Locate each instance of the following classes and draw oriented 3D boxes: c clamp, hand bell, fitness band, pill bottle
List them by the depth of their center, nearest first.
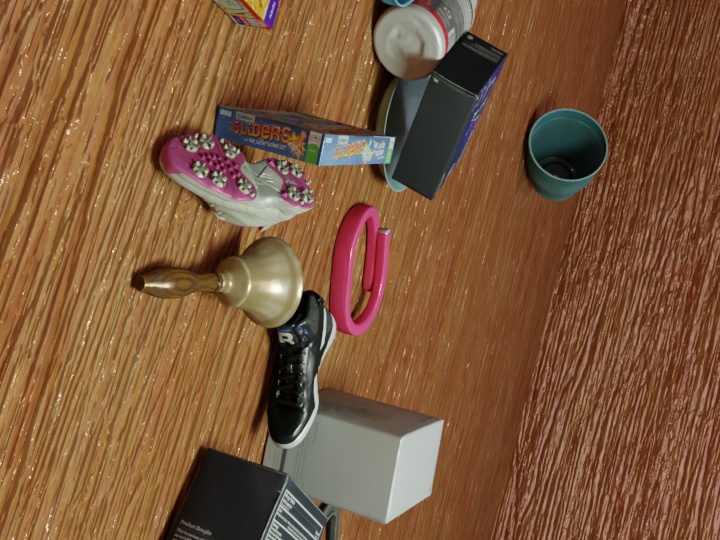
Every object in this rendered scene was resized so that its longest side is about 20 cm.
[{"bbox_3d":[-0.162,0.013,0.975,0.198,0.103,0.106,0,103,-55],"label":"hand bell"},{"bbox_3d":[0.105,-0.373,1.352,0.201,0.109,0.112,-53,148,-46],"label":"pill bottle"},{"bbox_3d":[0.000,0.000,1.399,0.143,0.037,0.204,-31,129,-61],"label":"fitness band"},{"bbox_3d":[-0.070,0.485,1.507,0.170,0.027,0.204,-33,132,-60],"label":"c clamp"}]

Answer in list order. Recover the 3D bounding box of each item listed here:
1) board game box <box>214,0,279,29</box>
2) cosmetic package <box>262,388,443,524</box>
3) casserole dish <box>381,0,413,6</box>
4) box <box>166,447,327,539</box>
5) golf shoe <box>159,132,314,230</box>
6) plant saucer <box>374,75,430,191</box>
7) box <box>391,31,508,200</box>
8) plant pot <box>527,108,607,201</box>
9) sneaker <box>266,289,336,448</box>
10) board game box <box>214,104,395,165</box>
[{"bbox_3d":[-0.125,-0.349,0.880,0.200,0.046,0.154,29,75,-68],"label":"board game box"},{"bbox_3d":[-0.006,0.257,1.306,0.199,0.197,0.125,6,97,-68],"label":"cosmetic package"},{"bbox_3d":[0.057,-0.444,1.264,0.201,0.038,0.123,-53,135,-45],"label":"casserole dish"},{"bbox_3d":[-0.147,0.353,1.112,0.201,0.121,0.201,67,42,-58],"label":"box"},{"bbox_3d":[-0.139,-0.083,0.960,0.198,0.091,0.077,15,51,-47],"label":"golf shoe"},{"bbox_3d":[0.060,-0.227,1.420,0.201,0.038,0.205,-45,141,-53],"label":"plant saucer"},{"bbox_3d":[0.132,-0.228,1.357,0.141,0.078,0.202,-50,167,-43],"label":"box"},{"bbox_3d":[0.515,-0.280,2.342,0.189,0.197,0.203,88,22,-69],"label":"plant pot"},{"bbox_3d":[-0.095,0.121,1.198,0.112,0.072,0.203,61,38,-55],"label":"sneaker"},{"bbox_3d":[-0.057,-0.152,1.039,0.199,0.133,0.035,-17,122,-66],"label":"board game box"}]
